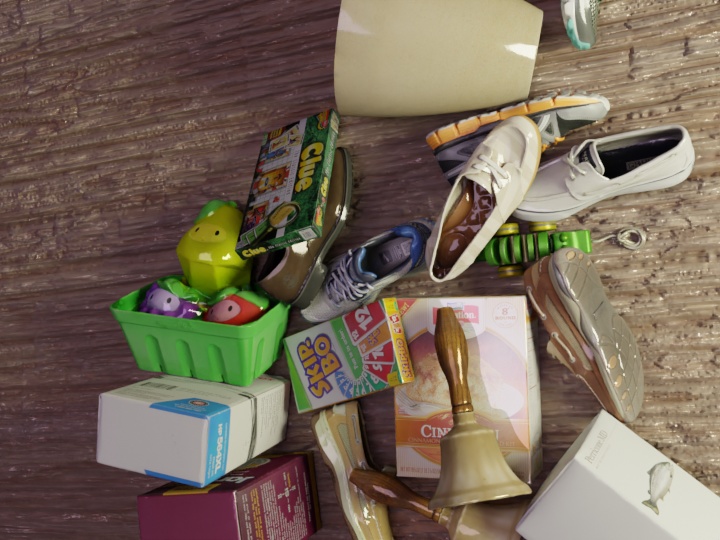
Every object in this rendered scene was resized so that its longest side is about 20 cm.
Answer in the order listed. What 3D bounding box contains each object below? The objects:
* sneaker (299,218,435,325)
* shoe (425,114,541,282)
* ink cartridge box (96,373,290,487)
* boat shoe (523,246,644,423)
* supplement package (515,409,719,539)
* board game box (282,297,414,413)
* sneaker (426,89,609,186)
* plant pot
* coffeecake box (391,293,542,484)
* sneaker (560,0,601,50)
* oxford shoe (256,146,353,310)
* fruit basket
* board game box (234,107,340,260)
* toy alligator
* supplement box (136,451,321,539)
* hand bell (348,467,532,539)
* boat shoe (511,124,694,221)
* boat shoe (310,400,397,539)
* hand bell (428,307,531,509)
[{"bbox_3d":[0.000,0.000,0.966,0.200,0.085,0.077,-35,78,19],"label":"sneaker"},{"bbox_3d":[0.128,-0.071,0.874,0.070,0.053,0.200,32,111,12],"label":"shoe"},{"bbox_3d":[-0.191,0.176,0.982,0.146,0.200,0.085,6,95,21],"label":"ink cartridge box"},{"bbox_3d":[0.238,0.071,0.882,0.072,0.076,0.201,-21,96,46],"label":"boat shoe"},{"bbox_3d":[0.280,0.261,0.827,0.200,0.117,0.118,37,122,15],"label":"supplement package"},{"bbox_3d":[-0.024,0.105,0.967,0.200,0.030,0.096,-25,73,45],"label":"board game box"},{"bbox_3d":[0.175,-0.146,0.908,0.199,0.078,0.077,-14,98,25],"label":"sneaker"},{"bbox_3d":[0.089,-0.245,0.891,0.199,0.187,0.188,11,95,8],"label":"plant pot"},{"bbox_3d":[0.119,0.128,0.927,0.153,0.073,0.201,-2,89,22],"label":"coffeecake box"},{"bbox_3d":[0.260,-0.335,0.868,0.091,0.078,0.201,6,94,17],"label":"sneaker"},{"bbox_3d":[-0.066,-0.061,0.974,0.073,0.084,0.201,1,69,63],"label":"oxford shoe"},{"bbox_3d":[-0.188,0.021,1.017,0.215,0.155,0.216,7,110,20],"label":"fruit basket"},{"bbox_3d":[-0.082,-0.104,0.962,0.104,0.023,0.200,-15,45,22],"label":"board game box"},{"bbox_3d":[0.206,-0.027,0.901,0.199,0.054,0.060,-6,89,21],"label":"toy alligator"},{"bbox_3d":[-0.147,0.284,0.965,0.130,0.200,0.104,-8,88,20],"label":"supplement box"},{"bbox_3d":[0.079,0.266,0.917,0.199,0.104,0.104,19,98,15],"label":"hand bell"},{"bbox_3d":[0.245,-0.106,0.867,0.199,0.066,0.072,-9,61,21],"label":"boat shoe"},{"bbox_3d":[0.009,0.252,0.978,0.076,0.072,0.201,-23,83,5],"label":"boat shoe"},{"bbox_3d":[0.103,0.136,0.852,0.104,0.104,0.201,-16,73,21],"label":"hand bell"}]
